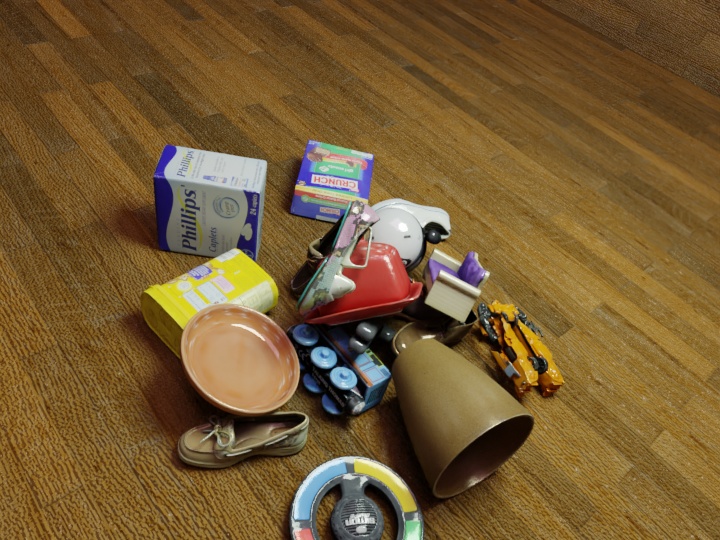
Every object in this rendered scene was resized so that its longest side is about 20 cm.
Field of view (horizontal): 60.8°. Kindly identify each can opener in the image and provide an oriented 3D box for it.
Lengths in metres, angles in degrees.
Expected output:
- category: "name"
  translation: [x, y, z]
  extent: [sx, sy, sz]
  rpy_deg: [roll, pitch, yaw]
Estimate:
- category: "can opener"
  translation: [0.027, 0.103, 1.065]
  extent: [0.066, 0.053, 0.200]
  rpy_deg: [32, 11, 10]

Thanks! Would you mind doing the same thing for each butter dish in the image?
- category: "butter dish"
  translation: [0.000, 0.000, 1.059]
  extent: [0.195, 0.151, 0.199]
  rpy_deg: [-11, 6, 9]

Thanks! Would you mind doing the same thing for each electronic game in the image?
- category: "electronic game"
  translation: [-0.005, 0.358, 0.873]
  extent: [0.195, 0.042, 0.202]
  rpy_deg: [8, 43, -8]

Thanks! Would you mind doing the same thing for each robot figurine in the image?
- category: "robot figurine"
  translation: [0.069, -0.054, 1.215]
  extent: [0.125, 0.151, 0.200]
  rpy_deg: [44, 5, 9]
- category: "robot figurine"
  translation: [0.291, 0.140, 1.156]
  extent: [0.142, 0.059, 0.202]
  rpy_deg: [7, 41, -33]

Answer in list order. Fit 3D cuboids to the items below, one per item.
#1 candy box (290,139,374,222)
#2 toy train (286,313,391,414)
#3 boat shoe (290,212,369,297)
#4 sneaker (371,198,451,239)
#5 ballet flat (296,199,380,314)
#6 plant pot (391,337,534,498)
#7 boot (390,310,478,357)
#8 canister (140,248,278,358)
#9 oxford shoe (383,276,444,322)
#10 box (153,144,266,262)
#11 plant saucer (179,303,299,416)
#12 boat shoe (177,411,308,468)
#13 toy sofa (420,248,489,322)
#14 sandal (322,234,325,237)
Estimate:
- category: "candy box"
  translation: [-0.061, -0.202, 1.411]
  extent: [0.165, 0.078, 0.202]
  rpy_deg: [12, 44, -4]
- category: "toy train"
  translation: [-0.043, 0.157, 1.044]
  extent: [0.113, 0.088, 0.200]
  rpy_deg: [-15, 48, -40]
- category: "boat shoe"
  translation: [-0.073, -0.031, 1.149]
  extent: [0.071, 0.199, 0.073]
  rpy_deg: [30, 28, -39]
- category: "sneaker"
  translation: [0.114, -0.110, 1.366]
  extent: [0.195, 0.074, 0.071]
  rpy_deg: [2, 38, -15]
- category: "ballet flat"
  translation: [-0.027, -0.011, 0.961]
  extent: [0.070, 0.069, 0.203]
  rpy_deg: [27, 83, 3]
- category: "plant pot"
  translation: [0.135, 0.211, 0.960]
  extent: [0.183, 0.189, 0.201]
  rpy_deg: [-15, 48, -28]
- category: "boot"
  translation: [0.137, 0.109, 1.116]
  extent: [0.197, 0.076, 0.075]
  rpy_deg: [-16, 69, -41]
- category: "canister"
  translation: [-0.261, 0.055, 1.085]
  extent: [0.148, 0.088, 0.199]
  rpy_deg: [38, 46, 23]
- category: "oxford shoe"
  translation: [0.106, 0.054, 1.194]
  extent: [0.195, 0.074, 0.072]
  rpy_deg: [5, 41, -12]
- category: "box"
  translation: [-0.288, -0.125, 1.191]
  extent: [0.195, 0.186, 0.106]
  rpy_deg: [8, 44, -6]
- category: "plant saucer"
  translation: [-0.191, 0.142, 0.967]
  extent: [0.197, 0.038, 0.202]
  rpy_deg: [23, 38, -19]
- category: "boat shoe"
  translation: [-0.175, 0.245, 0.927]
  extent: [0.196, 0.063, 0.074]
  rpy_deg: [-5, 46, -19]
- category: "toy sofa"
  translation: [0.168, 0.010, 1.131]
  extent: [0.082, 0.099, 0.200]
  rpy_deg: [26, 14, -3]
- category: "sandal"
  translation: [-0.056, -0.017, 1.234]
  extent: [0.077, 0.060, 0.209]
  rpy_deg: [4, 45, -11]
